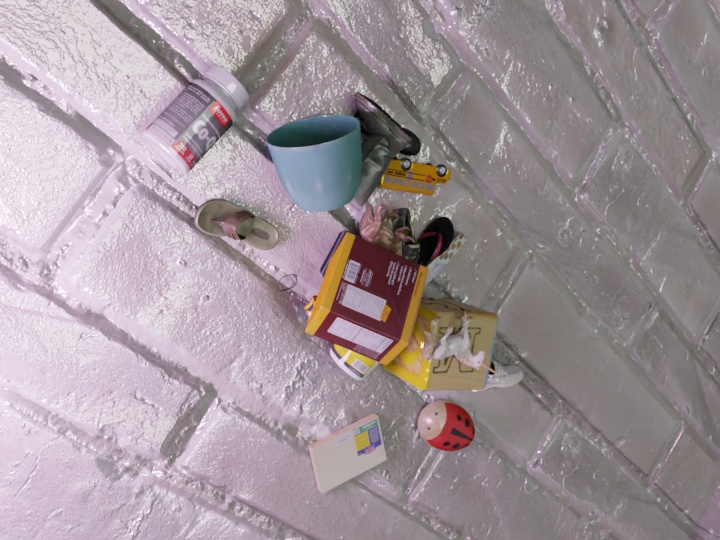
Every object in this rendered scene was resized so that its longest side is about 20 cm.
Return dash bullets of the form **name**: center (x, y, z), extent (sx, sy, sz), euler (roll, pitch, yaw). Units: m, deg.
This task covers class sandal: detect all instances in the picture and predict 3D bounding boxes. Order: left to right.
- **sandal**: center (-0.255, -0.097, 1.452), extent (0.200, 0.057, 0.080), euler (17, 92, -33)
- **sandal**: center (0.166, -0.055, 1.706), extent (0.075, 0.045, 0.200), euler (40, 78, 11)

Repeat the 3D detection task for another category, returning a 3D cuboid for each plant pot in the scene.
- **plant pot**: center (-0.087, -0.222, 1.454), extent (0.200, 0.200, 0.162), euler (-25, 122, -24)

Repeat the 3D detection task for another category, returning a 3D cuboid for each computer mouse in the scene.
- **computer mouse**: center (0.069, -0.324, 1.612), extent (0.199, 0.034, 0.059), euler (18, 92, -32)

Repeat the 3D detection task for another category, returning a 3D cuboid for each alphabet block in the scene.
- **alphabet block**: center (0.197, 0.180, 1.709), extent (0.199, 0.195, 0.198), euler (5, 96, -33)

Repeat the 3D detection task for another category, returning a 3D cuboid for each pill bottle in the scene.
- **pill bottle**: center (-0.317, -0.298, 1.337), extent (0.200, 0.114, 0.114), euler (-51, 121, -11)
- **pill bottle**: center (0.029, 0.155, 1.623), extent (0.112, 0.112, 0.200), euler (39, 95, -31)

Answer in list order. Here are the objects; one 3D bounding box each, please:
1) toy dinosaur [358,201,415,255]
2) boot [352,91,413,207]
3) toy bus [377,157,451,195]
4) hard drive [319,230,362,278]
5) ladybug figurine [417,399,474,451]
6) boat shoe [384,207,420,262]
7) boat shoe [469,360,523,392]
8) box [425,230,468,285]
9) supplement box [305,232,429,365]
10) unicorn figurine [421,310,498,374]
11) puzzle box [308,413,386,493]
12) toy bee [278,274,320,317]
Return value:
- **toy dinosaur**: center (0.044, -0.070, 1.589), extent (0.135, 0.086, 0.200), euler (-41, 81, 13)
- **boot**: center (-0.001, -0.274, 1.549), extent (0.182, 0.073, 0.200), euler (45, 109, 6)
- **toy bus**: center (0.121, -0.228, 1.645), extent (0.199, 0.065, 0.079), euler (5, 98, -32)
- **hard drive**: center (0.000, 0.000, 1.637), extent (0.199, 0.042, 0.136), euler (31, 84, -33)
- **ladybug figurine**: center (0.244, 0.429, 1.861), extent (0.199, 0.072, 0.137), euler (26, 87, -33)
- **boat shoe**: center (0.110, -0.053, 1.646), extent (0.072, 0.066, 0.202), euler (-16, 92, -53)
- **boat shoe**: center (0.375, 0.287, 1.909), extent (0.199, 0.071, 0.070), euler (-8, 107, -28)
- **box**: center (0.194, -0.024, 1.750), extent (0.200, 0.041, 0.039), euler (-44, 119, -17)
- **supplement box**: center (0.015, 0.062, 1.477), extent (0.199, 0.133, 0.198), euler (23, 58, -8)
- **unicorn figurine**: center (0.223, 0.169, 1.576), extent (0.198, 0.074, 0.138), euler (-1, 111, -17)
- **puzzle box**: center (-0.030, 0.462, 1.731), extent (0.199, 0.025, 0.134), euler (-20, 110, -26)
- **toy bee**: center (-0.091, 0.096, 1.561), extent (0.199, 0.109, 0.132), euler (5, 123, -27)
